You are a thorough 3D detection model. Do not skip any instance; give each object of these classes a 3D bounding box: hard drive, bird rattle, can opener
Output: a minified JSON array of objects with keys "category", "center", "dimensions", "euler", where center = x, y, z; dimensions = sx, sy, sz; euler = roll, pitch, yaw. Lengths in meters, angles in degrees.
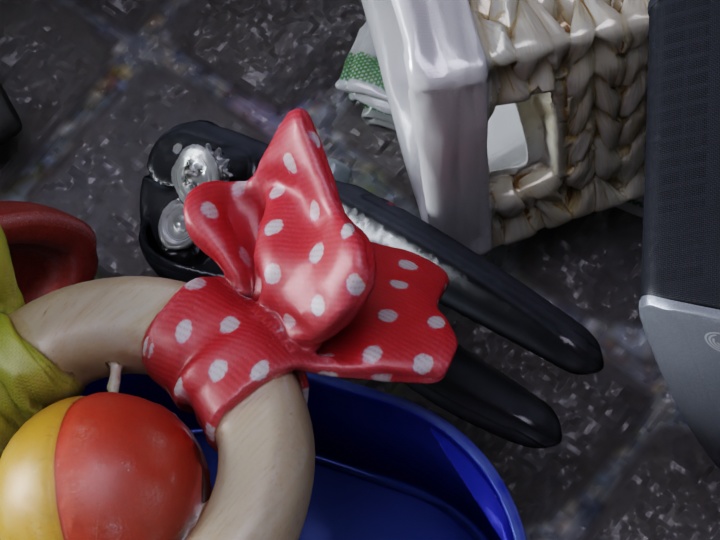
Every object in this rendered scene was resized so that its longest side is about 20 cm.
[{"category":"hard drive","center":[0.128,0.000,0.805],"dimensions":[0.042,0.200,0.136],"euler":[-5,65,20]},{"category":"bird rattle","center":[-0.069,0.048,0.781],"dimensions":[0.199,0.113,0.164],"euler":[-2,63,7]},{"category":"can opener","center":[0.000,0.000,0.858],"dimensions":[0.199,0.078,0.064],"euler":[22,94,40]}]

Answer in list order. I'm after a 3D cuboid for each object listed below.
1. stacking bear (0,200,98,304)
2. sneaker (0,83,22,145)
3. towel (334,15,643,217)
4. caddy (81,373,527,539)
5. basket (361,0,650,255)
[{"category":"stacking bear","center":[-0.213,-0.008,0.913],"dimensions":[0.199,0.114,0.122],"euler":[28,95,28]},{"category":"sneaker","center":[-0.218,-0.092,0.978],"dimensions":[0.104,0.060,0.200],"euler":[-36,61,-8]},{"category":"towel","center":[0.096,-0.121,0.957],"dimensions":[0.149,0.031,0.201],"euler":[21,70,15]},{"category":"caddy","center":[-0.039,0.102,0.836],"dimensions":[0.199,0.105,0.142],"euler":[17,72,15]},{"category":"basket","center":[0.056,-0.127,0.874],"dimensions":[0.123,0.136,0.201],"euler":[-14,64,-2]}]
